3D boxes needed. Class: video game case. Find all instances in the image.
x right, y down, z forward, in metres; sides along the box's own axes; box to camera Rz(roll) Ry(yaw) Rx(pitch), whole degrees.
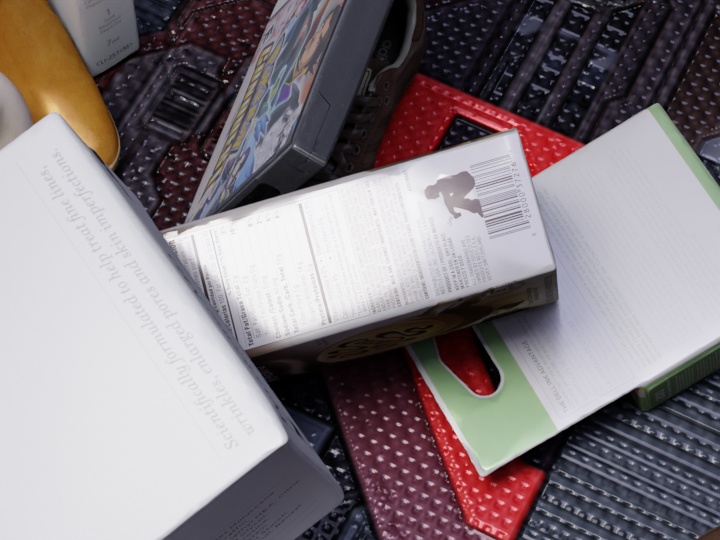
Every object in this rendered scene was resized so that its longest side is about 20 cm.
[{"bbox_3d":[-0.032,-0.114,1.077,0.025,0.181,0.201,29,62,-15],"label":"video game case"}]

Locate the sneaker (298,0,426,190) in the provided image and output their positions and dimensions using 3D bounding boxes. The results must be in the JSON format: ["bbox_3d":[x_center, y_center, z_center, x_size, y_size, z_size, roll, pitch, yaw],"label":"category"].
[{"bbox_3d":[-0.016,-0.092,1.123,0.070,0.076,0.201,17,61,8],"label":"sneaker"}]

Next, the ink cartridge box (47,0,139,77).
[{"bbox_3d":[-0.206,-0.238,1.145,0.043,0.174,0.200,-33,66,-18],"label":"ink cartridge box"}]

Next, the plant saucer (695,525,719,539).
[{"bbox_3d":[0.238,0.209,0.983,0.198,0.037,0.202,1,61,-1],"label":"plant saucer"}]

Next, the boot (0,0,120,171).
[{"bbox_3d":[-0.211,-0.152,1.113,0.070,0.144,0.202,-31,66,-17],"label":"boot"}]

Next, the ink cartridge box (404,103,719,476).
[{"bbox_3d":[0.123,0.015,1.084,0.199,0.048,0.146,-31,64,-1],"label":"ink cartridge box"}]

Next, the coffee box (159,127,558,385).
[{"bbox_3d":[0.000,0.000,1.021,0.198,0.113,0.081,-16,79,4],"label":"coffee box"}]

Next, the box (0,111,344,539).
[{"bbox_3d":[-0.148,0.076,0.891,0.199,0.131,0.199,-37,70,-1],"label":"box"}]

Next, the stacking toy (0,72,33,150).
[{"bbox_3d":[-0.291,-0.095,1.104,0.146,0.147,0.200,-35,52,-19],"label":"stacking toy"}]
